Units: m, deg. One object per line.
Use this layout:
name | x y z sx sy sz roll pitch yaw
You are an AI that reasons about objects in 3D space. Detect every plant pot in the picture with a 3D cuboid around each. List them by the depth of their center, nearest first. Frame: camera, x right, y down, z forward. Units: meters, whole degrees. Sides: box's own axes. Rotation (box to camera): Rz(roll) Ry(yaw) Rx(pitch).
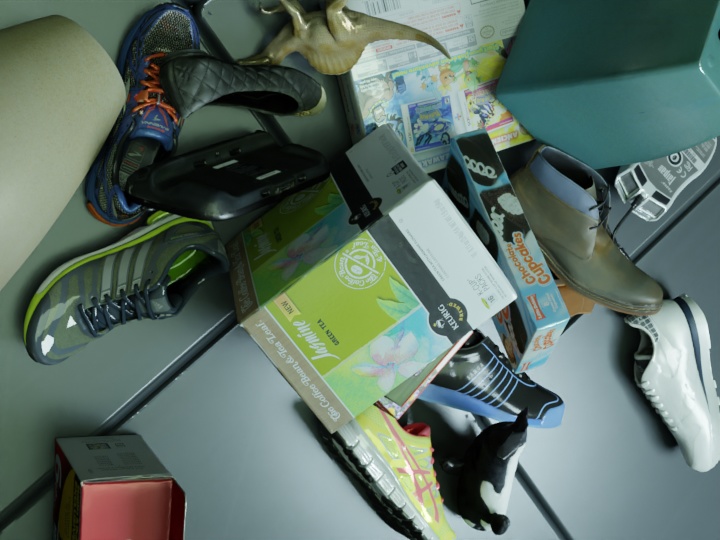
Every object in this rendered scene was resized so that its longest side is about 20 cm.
plant pot | -0.288 -0.108 0.963 0.200 0.187 0.188 -46 113 -25
plant pot | 0.261 -0.191 1.134 0.141 0.199 0.142 39 64 -37

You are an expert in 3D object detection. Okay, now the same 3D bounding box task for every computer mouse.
computer mouse | 0.301 -0.090 1.274 0.110 0.044 0.200 46 72 -8

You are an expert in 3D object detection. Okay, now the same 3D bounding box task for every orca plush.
orca plush | 0.113 0.202 1.191 0.070 0.200 0.106 4 68 -3

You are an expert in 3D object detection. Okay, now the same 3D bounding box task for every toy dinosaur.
toy dinosaur | -0.019 -0.223 1.083 0.198 0.058 0.102 -5 121 17

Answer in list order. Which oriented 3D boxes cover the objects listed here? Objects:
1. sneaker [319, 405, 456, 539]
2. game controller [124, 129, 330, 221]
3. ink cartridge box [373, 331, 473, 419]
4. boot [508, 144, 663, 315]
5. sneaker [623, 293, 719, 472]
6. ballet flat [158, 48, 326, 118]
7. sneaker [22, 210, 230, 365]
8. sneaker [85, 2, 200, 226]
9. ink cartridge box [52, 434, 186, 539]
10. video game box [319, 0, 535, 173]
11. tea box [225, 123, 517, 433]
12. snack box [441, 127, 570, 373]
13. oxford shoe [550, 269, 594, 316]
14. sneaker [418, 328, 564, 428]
sneaker | 0.048 0.198 1.200 0.090 0.078 0.201 -44 116 -22
game controller | -0.108 -0.079 1.028 0.200 0.104 0.042 -31 140 -57
ink cartridge box | 0.040 0.074 1.107 0.109 0.200 0.050 -48 114 -10
boot | 0.225 -0.038 1.184 0.199 0.097 0.075 31 40 4
sneaker | 0.341 0.128 1.325 0.080 0.076 0.202 -16 100 -9
ballet flat | -0.100 -0.150 1.057 0.199 0.066 0.057 -1 76 -53
sneaker | -0.201 0.017 1.049 0.199 0.081 0.074 -37 131 -13
sneaker | -0.178 -0.132 1.048 0.075 0.078 0.202 13 93 -25
ink cartridge box | -0.212 0.261 1.040 0.083 0.175 0.202 1 97 -23
video game box | 0.075 -0.194 1.167 0.198 0.047 0.184 -18 102 -20
tea box | 0.000 0.000 1.055 0.196 0.200 0.134 -38 111 4
snack box | 0.130 -0.017 1.126 0.037 0.116 0.201 -17 68 -10
oxford shoe | 0.160 0.035 1.227 0.198 0.071 0.072 -7 108 -22
sneaker | 0.129 0.103 1.222 0.198 0.070 0.079 16 98 -24
